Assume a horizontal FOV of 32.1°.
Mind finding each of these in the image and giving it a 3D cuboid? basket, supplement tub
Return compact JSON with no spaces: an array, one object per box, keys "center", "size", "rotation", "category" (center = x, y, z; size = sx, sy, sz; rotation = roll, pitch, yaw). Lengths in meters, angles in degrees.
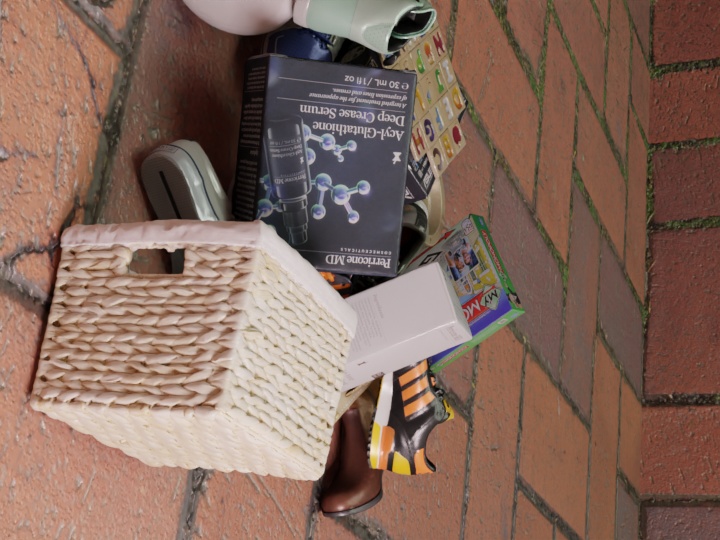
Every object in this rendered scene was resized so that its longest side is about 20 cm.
[{"center":[-0.133,0.070,1.037],"size":[0.200,0.198,0.161],"rotation":[45,50,-57],"category":"basket"},{"center":[-0.094,-0.341,1.251],"size":[0.200,0.144,0.145],"rotation":[-65,143,-48],"category":"supplement tub"}]

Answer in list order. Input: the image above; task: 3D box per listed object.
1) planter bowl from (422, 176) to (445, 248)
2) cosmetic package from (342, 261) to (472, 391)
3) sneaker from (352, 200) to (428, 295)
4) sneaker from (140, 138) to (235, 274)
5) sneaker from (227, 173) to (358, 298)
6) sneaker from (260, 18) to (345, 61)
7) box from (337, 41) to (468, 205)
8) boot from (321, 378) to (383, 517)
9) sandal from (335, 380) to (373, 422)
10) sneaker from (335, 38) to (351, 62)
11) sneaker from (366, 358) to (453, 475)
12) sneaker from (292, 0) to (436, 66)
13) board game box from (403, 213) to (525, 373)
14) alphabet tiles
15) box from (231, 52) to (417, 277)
[{"center":[0.021,-0.083,1.487],"size":[0.200,0.134,0.201],"rotation":[-4,90,-67],"category":"planter bowl"},{"center":[0.009,0.069,1.309],"size":[0.102,0.199,0.074],"rotation":[43,27,-70],"category":"cosmetic package"},{"center":[0.000,0.000,1.386],"size":[0.074,0.200,0.079],"rotation":[37,14,-21],"category":"sneaker"},{"center":[-0.142,-0.030,1.179],"size":[0.071,0.073,0.201],"rotation":[-45,126,-55],"category":"sneaker"},{"center":[-0.061,-0.027,1.315],"size":[0.078,0.112,0.200],"rotation":[-72,148,-41],"category":"sneaker"},{"center":[-0.027,-0.290,1.336],"size":[0.080,0.115,0.200],"rotation":[36,55,-6],"category":"sneaker"},{"center":[0.044,-0.191,1.386],"size":[0.161,0.049,0.200],"rotation":[56,36,-26],"category":"box"},{"center":[-0.015,0.165,1.452],"size":[0.188,0.068,0.201],"rotation":[-36,114,-48],"category":"boot"},{"center":[-0.004,0.107,1.406],"size":[0.078,0.070,0.212],"rotation":[50,51,-15],"category":"sandal"},{"center":[-0.004,-0.270,1.510],"size":[0.200,0.071,0.098],"rotation":[5,73,-84],"category":"sneaker"},{"center":[0.066,0.133,1.409],"size":[0.070,0.090,0.201],"rotation":[-29,131,-85],"category":"sneaker"},{"center":[0.029,-0.272,1.225],"size":[0.201,0.118,0.074],"rotation":[-53,164,-44],"category":"sneaker"},{"center":[0.092,0.042,1.503],"size":[0.029,0.200,0.135],"rotation":[11,49,-48],"category":"board game box"},{"center":[0.068,-0.211,1.364],"size":[0.166,0.006,0.201],"rotation":[-50,125,-55],"category":"alphabet tiles"},{"center":[-0.039,-0.101,1.216],"size":[0.107,0.148,0.201],"rotation":[-158,-107,-71],"category":"box"}]
